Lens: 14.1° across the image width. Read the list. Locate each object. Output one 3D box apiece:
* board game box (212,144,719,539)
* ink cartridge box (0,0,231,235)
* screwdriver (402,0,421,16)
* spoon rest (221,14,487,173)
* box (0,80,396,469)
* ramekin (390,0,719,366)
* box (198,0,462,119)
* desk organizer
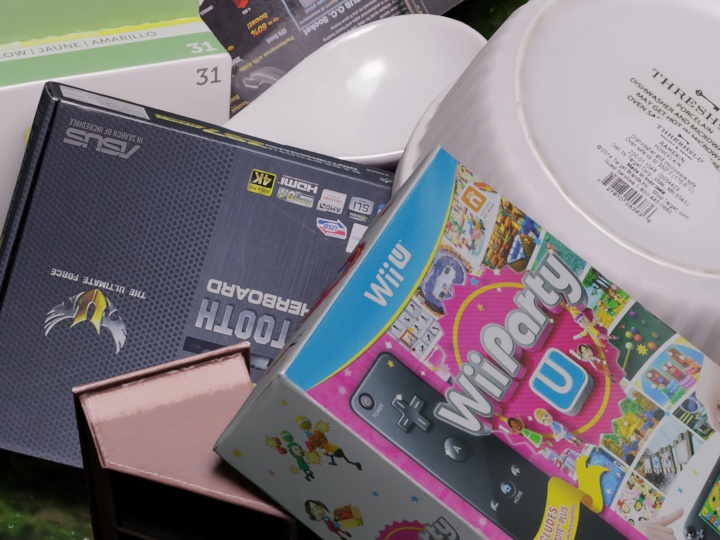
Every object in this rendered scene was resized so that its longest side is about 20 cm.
[{"bbox_3d":[0.064,0.070,1.120,0.200,0.064,0.148,38,48,-4],"label":"board game box"},{"bbox_3d":[-0.132,-0.097,1.323,0.145,0.200,0.048,-10,37,-21],"label":"ink cartridge box"},{"bbox_3d":[0.039,-0.098,1.411,0.028,0.029,0.200,-32,105,-11],"label":"screwdriver"},{"bbox_3d":[-0.024,-0.055,1.338,0.200,0.061,0.099,-37,47,-13],"label":"spoon rest"},{"bbox_3d":[-0.065,0.018,1.284,0.200,0.158,0.051,15,10,-13],"label":"box"},{"bbox_3d":[0.123,-0.035,1.237,0.200,0.105,0.200,10,55,-14],"label":"ramekin"},{"bbox_3d":[-0.023,-0.179,1.400,0.200,0.158,0.050,-34,25,-6],"label":"box"},{"bbox_3d":[-0.068,0.114,1.189,0.072,0.200,0.077,-15,64,-9],"label":"desk organizer"}]
